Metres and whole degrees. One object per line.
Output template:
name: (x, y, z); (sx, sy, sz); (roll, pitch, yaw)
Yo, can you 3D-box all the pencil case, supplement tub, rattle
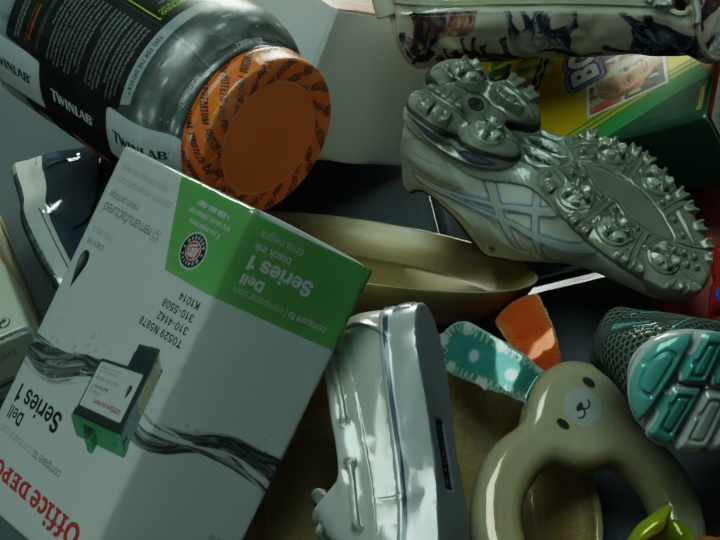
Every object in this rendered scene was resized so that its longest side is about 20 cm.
pencil case: (0.111, -0.154, 1.292); (0.199, 0.089, 0.078); (1, 87, 21)
supplement tub: (-0.117, -0.116, 1.318); (0.122, 0.123, 0.200); (-39, 49, -21)
rattle: (0.114, 0.083, 1.137); (0.130, 0.143, 0.201); (-9, 71, -2)

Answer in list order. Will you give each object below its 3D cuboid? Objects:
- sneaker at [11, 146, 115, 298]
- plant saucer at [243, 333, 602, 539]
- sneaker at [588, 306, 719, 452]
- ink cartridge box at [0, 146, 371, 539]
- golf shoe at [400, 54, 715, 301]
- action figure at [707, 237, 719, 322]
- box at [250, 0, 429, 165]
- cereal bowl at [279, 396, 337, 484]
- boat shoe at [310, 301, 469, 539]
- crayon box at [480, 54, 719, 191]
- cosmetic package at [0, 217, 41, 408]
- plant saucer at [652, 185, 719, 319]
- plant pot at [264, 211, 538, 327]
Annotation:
sneaker: (-0.128, -0.035, 1.370); (0.146, 0.077, 0.203); (-19, 32, -4)
plant saucer: (0.027, 0.128, 1.183); (0.199, 0.035, 0.201); (7, 61, -14)
sneaker: (0.201, 0.060, 1.167); (0.078, 0.199, 0.091); (-64, 32, 7)
ink cartridge box: (-0.100, 0.057, 1.147); (0.146, 0.084, 0.201); (25, 90, 54)
golf shoe: (0.108, -0.035, 1.289); (0.200, 0.097, 0.078); (37, 50, 15)
action figure: (0.224, 0.005, 1.157); (0.098, 0.200, 0.066); (7, 85, 5)
box: (-0.053, -0.154, 1.428); (0.124, 0.098, 0.200); (1, 27, -48)
cereal bowl: (-0.071, 0.076, 1.268); (0.199, 0.084, 0.201); (-7, 46, 7)
boat shoe: (0.011, 0.118, 1.128); (0.070, 0.071, 0.201); (-11, 77, 16)
crayon box: (0.153, -0.124, 1.377); (0.172, 0.058, 0.200); (-12, 42, 30)
cosmetic package: (-0.236, 0.013, 1.352); (0.071, 0.105, 0.200); (-24, 48, -4)
plant saucer: (0.265, 0.000, 1.285); (0.199, 0.037, 0.200); (-5, 47, 11)
plant pot: (0.000, 0.000, 1.289); (0.199, 0.028, 0.200); (9, 11, -2)
